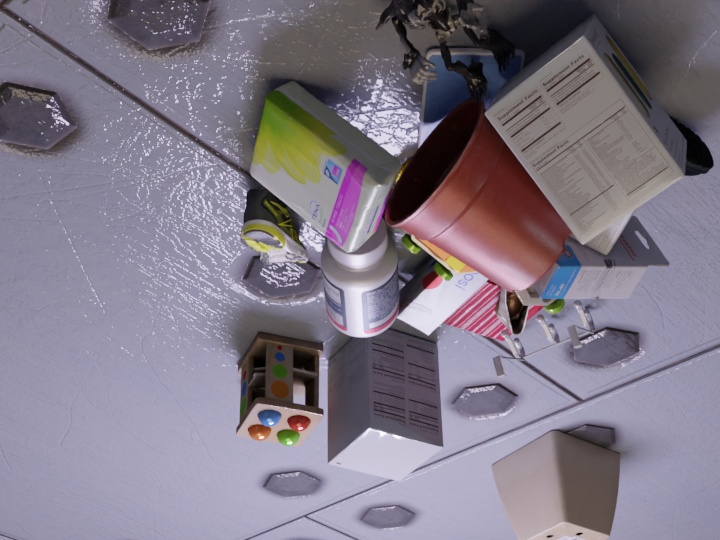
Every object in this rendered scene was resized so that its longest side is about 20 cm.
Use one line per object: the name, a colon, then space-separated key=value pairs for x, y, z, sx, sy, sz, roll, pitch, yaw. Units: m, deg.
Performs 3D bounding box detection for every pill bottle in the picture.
pill bottle: x=0.000 y=0.000 z=1.791 sx=0.117 sy=0.121 sz=0.201 roll=-2 pitch=144 yaw=1

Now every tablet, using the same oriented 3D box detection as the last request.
tablet: x=0.145 y=-0.222 z=1.581 sx=0.128 sy=0.014 sz=0.201 roll=0 pitch=143 yaw=-1

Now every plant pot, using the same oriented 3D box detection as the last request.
plant pot: x=0.407 y=0.469 z=2.408 sx=0.198 sy=0.179 sz=0.199 roll=23 pitch=138 yaw=-29
plant pot: x=0.167 y=-0.085 z=1.540 sx=0.194 sy=0.202 sz=0.200 roll=36 pitch=133 yaw=-15

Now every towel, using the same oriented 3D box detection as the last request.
towel: x=0.199 y=0.055 z=1.959 sx=0.197 sy=0.023 sz=0.145 roll=18 pitch=140 yaw=-24

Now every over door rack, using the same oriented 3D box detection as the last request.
over door rack: x=0.300 y=0.107 z=1.931 sx=0.146 sy=0.067 sz=0.200 roll=-24 pitch=177 yaw=19

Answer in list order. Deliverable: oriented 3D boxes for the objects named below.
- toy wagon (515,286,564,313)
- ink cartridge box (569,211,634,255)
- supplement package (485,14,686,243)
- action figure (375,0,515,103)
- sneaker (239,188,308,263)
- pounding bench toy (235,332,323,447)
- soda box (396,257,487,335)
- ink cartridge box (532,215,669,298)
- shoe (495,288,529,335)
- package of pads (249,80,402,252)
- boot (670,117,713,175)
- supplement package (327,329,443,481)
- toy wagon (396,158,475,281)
toy wagon: x=0.317 y=-0.026 z=1.790 sx=0.199 sy=0.040 sz=0.156 roll=-34 pitch=134 yaw=2
ink cartridge box: x=0.284 y=-0.131 z=1.597 sx=0.198 sy=0.050 sz=0.163 roll=30 pitch=133 yaw=7
supplement package: x=0.278 y=-0.174 z=1.437 sx=0.150 sy=0.152 sz=0.201 roll=-35 pitch=98 yaw=25
action figure: x=0.100 y=-0.287 z=1.412 sx=0.199 sy=0.103 sz=0.119 roll=29 pitch=120 yaw=-35
sneaker: x=-0.121 y=-0.063 z=1.742 sx=0.073 sy=0.086 sz=0.200 roll=-1 pitch=167 yaw=11
pounding bench toy: x=-0.155 y=0.237 z=2.081 sx=0.122 sy=0.158 sz=0.201 roll=12 pitch=143 yaw=-19
soda box: x=0.139 y=0.012 z=1.833 sx=0.068 sy=0.064 sz=0.200 roll=30 pitch=129 yaw=-19
ink cartridge box: x=0.326 y=-0.021 z=1.679 sx=0.197 sy=0.117 sz=0.067 roll=1 pitch=132 yaw=-26
shoe: x=0.256 y=0.019 z=1.862 sx=0.069 sy=0.054 sz=0.202 roll=-2 pitch=132 yaw=-7
package of pads: x=-0.051 y=-0.135 z=1.568 sx=0.199 sy=0.068 sz=0.155 roll=39 pitch=143 yaw=12
boot: x=0.364 y=-0.143 z=1.640 sx=0.197 sy=0.077 sz=0.169 roll=20 pitch=136 yaw=-16
supplement package: x=0.040 y=0.230 z=2.040 sx=0.149 sy=0.203 sz=0.152 roll=17 pitch=141 yaw=-24
toy wagon: x=0.128 y=-0.081 z=1.699 sx=0.199 sy=0.040 sz=0.155 roll=38 pitch=106 yaw=-21
